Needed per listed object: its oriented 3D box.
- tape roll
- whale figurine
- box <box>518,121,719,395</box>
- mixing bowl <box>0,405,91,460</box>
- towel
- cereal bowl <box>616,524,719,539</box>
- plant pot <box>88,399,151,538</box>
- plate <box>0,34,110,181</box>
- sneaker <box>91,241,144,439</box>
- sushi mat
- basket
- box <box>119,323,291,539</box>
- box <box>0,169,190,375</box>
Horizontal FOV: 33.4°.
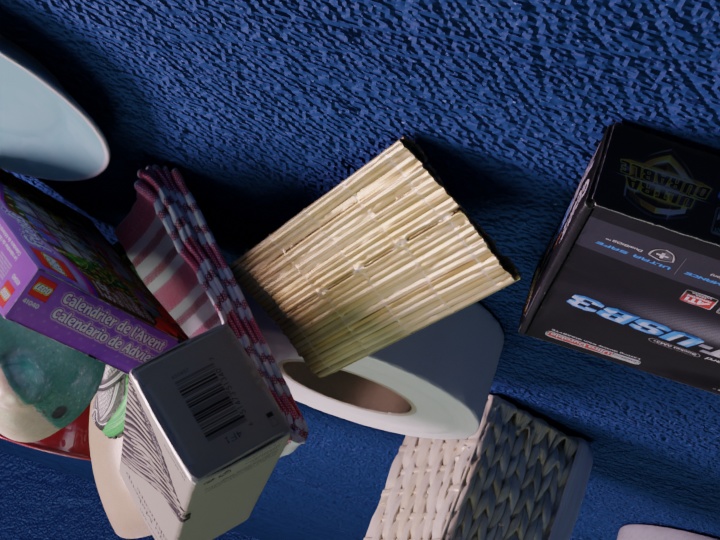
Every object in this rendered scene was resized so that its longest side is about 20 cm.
[{"bbox_3d":[-0.001,0.053,0.862,0.201,0.071,0.203,17,162,6],"label":"tape roll"},{"bbox_3d":[-0.247,0.028,0.834,0.159,0.103,0.201,49,168,42],"label":"whale figurine"},{"bbox_3d":[0.192,0.015,0.608,0.198,0.050,0.199,18,160,4],"label":"box"},{"bbox_3d":[-0.300,0.114,1.221,0.198,0.109,0.200,16,178,0],"label":"mixing bowl"},{"bbox_3d":[-0.107,0.039,0.801,0.201,0.030,0.146,63,157,6],"label":"towel"},{"bbox_3d":[0.367,0.347,1.301,0.198,0.084,0.200,18,161,6],"label":"cereal bowl"},{"bbox_3d":[-0.171,0.131,1.107,0.200,0.200,0.135,-11,109,56],"label":"plant pot"},{"bbox_3d":[-0.237,-0.111,0.703,0.198,0.026,0.200,18,161,6],"label":"plate"},{"bbox_3d":[-0.185,0.053,0.966,0.085,0.078,0.201,27,125,5],"label":"sneaker"},{"bbox_3d":[0.000,0.000,0.685,0.096,0.012,0.200,52,141,-6],"label":"sushi mat"},{"bbox_3d":[0.092,0.214,1.031,0.123,0.201,0.135,34,156,-22],"label":"basket"},{"bbox_3d":[-0.105,0.116,0.765,0.083,0.068,0.200,56,155,17],"label":"box"},{"bbox_3d":[-0.203,-0.006,0.794,0.137,0.039,0.200,33,-174,-45],"label":"box"}]
